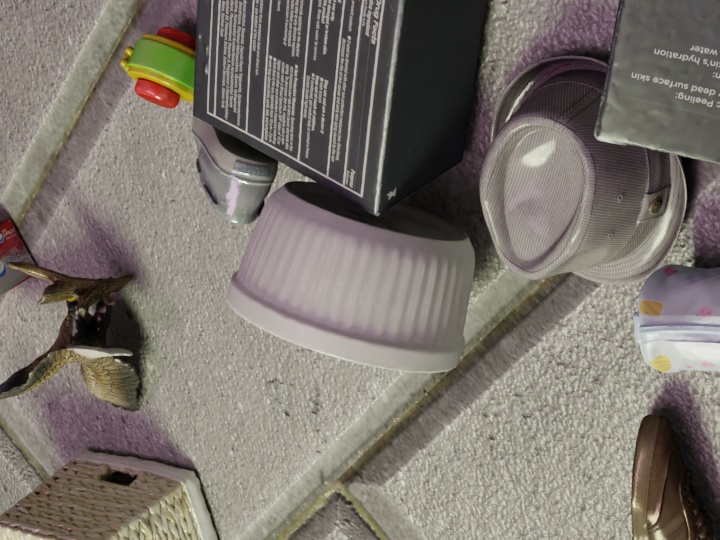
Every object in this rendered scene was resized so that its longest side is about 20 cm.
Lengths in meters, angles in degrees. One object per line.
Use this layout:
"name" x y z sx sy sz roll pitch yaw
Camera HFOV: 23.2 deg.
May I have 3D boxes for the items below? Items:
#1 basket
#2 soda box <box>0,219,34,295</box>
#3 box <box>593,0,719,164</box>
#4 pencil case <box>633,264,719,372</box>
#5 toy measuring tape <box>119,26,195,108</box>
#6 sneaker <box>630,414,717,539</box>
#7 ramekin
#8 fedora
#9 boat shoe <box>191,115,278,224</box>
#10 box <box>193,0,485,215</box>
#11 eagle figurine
"basket" -0.270 0.328 1.925 0.198 0.161 0.200 5 120 41
"soda box" -0.445 0.007 1.959 0.200 0.063 0.070 -20 101 47
"box" 0.265 -0.169 1.087 0.196 0.117 0.200 14 126 12
"pencil case" 0.296 0.040 1.253 0.200 0.091 0.083 3 117 43
"toy measuring tape" -0.145 -0.173 1.549 0.200 0.074 0.074 17 126 38
"sneaker" 0.259 0.209 1.428 0.075 0.070 0.200 1 113 10
"ramekin" 0.000 0.000 1.434 0.200 0.200 0.105 24 104 32
"fedora" 0.151 -0.060 1.326 0.177 0.090 0.200 38 136 20
"boat shoe" -0.115 -0.088 1.506 0.201 0.070 0.072 -121 48 -71
"box" -0.017 -0.184 1.372 0.198 0.123 0.200 31 133 28
"eagle figurine" -0.300 0.086 1.831 0.152 0.151 0.200 30 122 14
